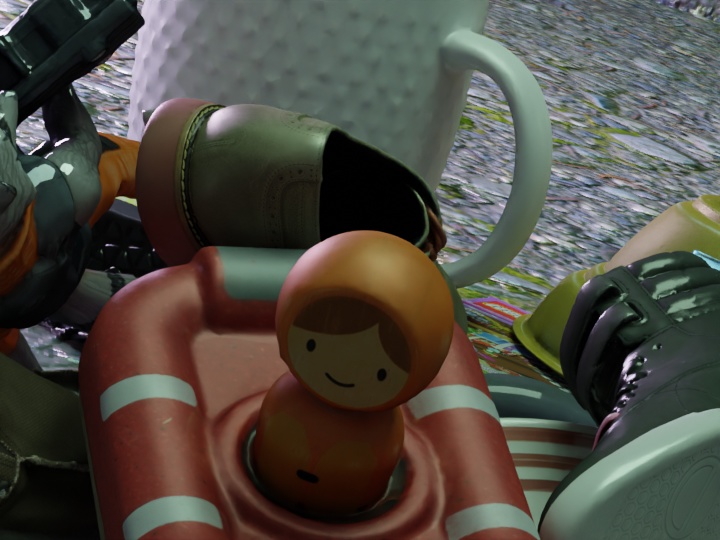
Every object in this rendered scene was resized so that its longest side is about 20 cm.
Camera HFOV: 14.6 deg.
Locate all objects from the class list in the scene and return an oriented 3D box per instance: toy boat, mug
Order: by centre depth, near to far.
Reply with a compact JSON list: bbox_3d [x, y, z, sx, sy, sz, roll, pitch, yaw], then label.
[{"bbox_3d":[-0.007,0.047,0.825,0.130,0.131,0.200,2,39,-17],"label":"toy boat"},{"bbox_3d":[-0.008,-0.063,1.224,0.199,0.176,0.148,18,12,26],"label":"mug"}]

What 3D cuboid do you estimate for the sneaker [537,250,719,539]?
[{"bbox_3d":[0.092,0.051,0.933,0.099,0.071,0.200,29,29,28],"label":"sneaker"}]

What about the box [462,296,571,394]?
[{"bbox_3d":[0.102,0.068,1.173,0.200,0.039,0.137,25,14,26],"label":"box"}]

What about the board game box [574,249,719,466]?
[{"bbox_3d":[0.178,0.092,0.994,0.199,0.037,0.151,23,56,16],"label":"board game box"}]

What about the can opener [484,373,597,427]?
[{"bbox_3d":[0.114,0.088,1.043,0.199,0.067,0.053,12,13,3],"label":"can opener"}]

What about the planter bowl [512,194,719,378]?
[{"bbox_3d":[0.172,0.021,1.195,0.200,0.084,0.200,19,10,-4],"label":"planter bowl"}]

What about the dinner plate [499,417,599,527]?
[{"bbox_3d":[0.078,0.113,0.908,0.199,0.024,0.200,11,32,-7],"label":"dinner plate"}]

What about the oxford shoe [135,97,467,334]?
[{"bbox_3d":[0.000,0.000,0.971,0.075,0.071,0.200,1,-17,28],"label":"oxford shoe"}]

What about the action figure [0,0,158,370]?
[{"bbox_3d":[-0.097,-0.028,0.941,0.105,0.200,0.193,50,8,13],"label":"action figure"}]

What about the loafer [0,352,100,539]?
[{"bbox_3d":[-0.122,0.050,0.867,0.073,0.071,0.200,24,14,23],"label":"loafer"}]

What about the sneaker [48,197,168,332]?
[{"bbox_3d":[-0.052,0.013,1.117,0.083,0.072,0.200,8,17,-47],"label":"sneaker"}]
